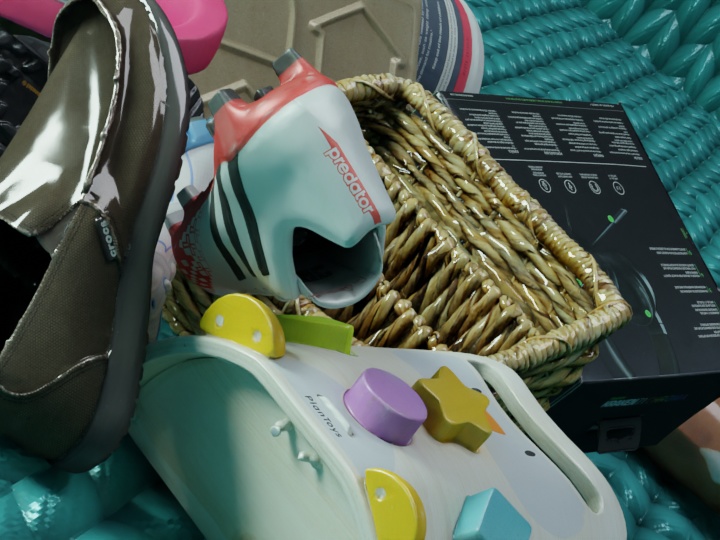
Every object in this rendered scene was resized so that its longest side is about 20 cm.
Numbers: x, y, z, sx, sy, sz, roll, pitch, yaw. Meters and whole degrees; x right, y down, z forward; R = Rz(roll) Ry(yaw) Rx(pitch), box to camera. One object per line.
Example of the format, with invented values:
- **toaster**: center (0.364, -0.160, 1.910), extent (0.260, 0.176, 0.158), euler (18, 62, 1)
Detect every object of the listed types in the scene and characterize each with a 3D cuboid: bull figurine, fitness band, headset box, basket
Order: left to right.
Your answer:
- **fitness band**: center (-0.157, -0.151, 1.108), extent (0.200, 0.038, 0.144), euler (25, 15, -7)
- **basket**: center (0.000, 0.000, 1.122), extent (0.200, 0.149, 0.143), euler (50, 18, 30)
- **headset box**: center (0.110, 0.008, 1.313), extent (0.174, 0.093, 0.200), euler (-2, 59, -48)
- **bull figurine**: center (0.229, 0.119, 1.491), extent (0.200, 0.065, 0.121), euler (48, 13, 17)

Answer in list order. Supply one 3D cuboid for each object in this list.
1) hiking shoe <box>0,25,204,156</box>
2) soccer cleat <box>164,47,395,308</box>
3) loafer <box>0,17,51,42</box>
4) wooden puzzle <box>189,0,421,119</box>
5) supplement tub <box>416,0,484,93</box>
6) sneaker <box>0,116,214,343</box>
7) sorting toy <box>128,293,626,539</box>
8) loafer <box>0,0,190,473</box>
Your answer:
- **hiking shoe**: center (-0.178, -0.079, 1.095), extent (0.200, 0.076, 0.101), euler (15, -5, -31)
- **soccer cleat**: center (-0.029, -0.015, 0.934), extent (0.085, 0.069, 0.200), euler (55, -19, 11)
- **loafer**: center (-0.211, -0.146, 1.194), extent (0.200, 0.075, 0.070), euler (13, 35, -40)
- **wooden puzzle**: center (-0.044, -0.101, 1.331), extent (0.185, 0.046, 0.201), euler (17, 67, -43)
- **supplement tub**: center (-0.031, -0.150, 1.477), extent (0.200, 0.140, 0.140), euler (26, 21, -42)
- **sneaker**: center (-0.106, -0.005, 1.013), extent (0.200, 0.075, 0.087), euler (-27, 79, -49)
- **sorting toy**: center (0.021, 0.080, 0.956), extent (0.180, 0.107, 0.200), euler (-5, 45, -46)
- **loafer**: center (-0.116, -0.025, 0.911), extent (0.071, 0.073, 0.201), euler (17, 65, -30)
